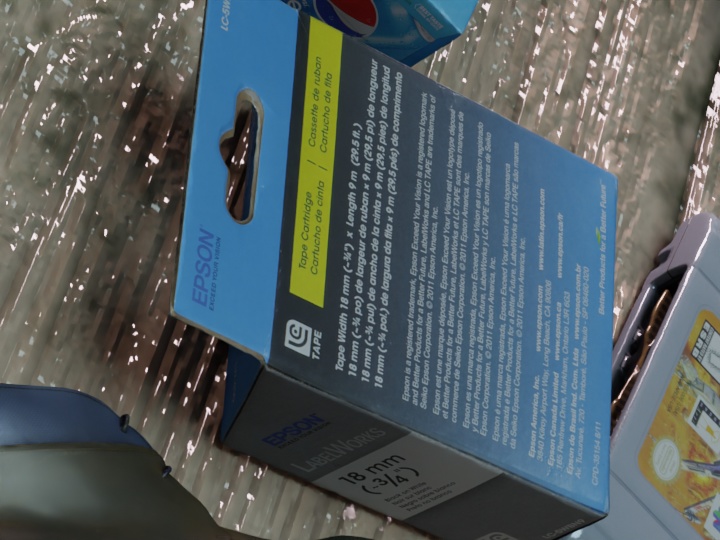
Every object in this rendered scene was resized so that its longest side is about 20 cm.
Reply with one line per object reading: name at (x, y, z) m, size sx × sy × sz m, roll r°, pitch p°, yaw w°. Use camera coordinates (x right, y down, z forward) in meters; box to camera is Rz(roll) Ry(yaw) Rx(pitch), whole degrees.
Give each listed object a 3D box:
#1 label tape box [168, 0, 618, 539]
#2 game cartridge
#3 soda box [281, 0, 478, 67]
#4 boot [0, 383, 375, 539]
label tape box at (0.000, 0.000, 1.043) m, size 0.200 × 0.063 × 0.145 m, roll 26°, pitch 54°, yaw -32°
game cartridge at (0.145, 0.085, 1.160) m, size 0.133 × 0.041 × 0.200 m, roll 42°, pitch 46°, yaw -14°
soda box at (0.029, -0.164, 1.155) m, size 0.068 × 0.064 × 0.200 m, roll 43°, pitch 46°, yaw -19°
boot at (-0.064, 0.078, 0.934) m, size 0.199 × 0.075 × 0.097 m, roll -3°, pitch 74°, yaw -42°
